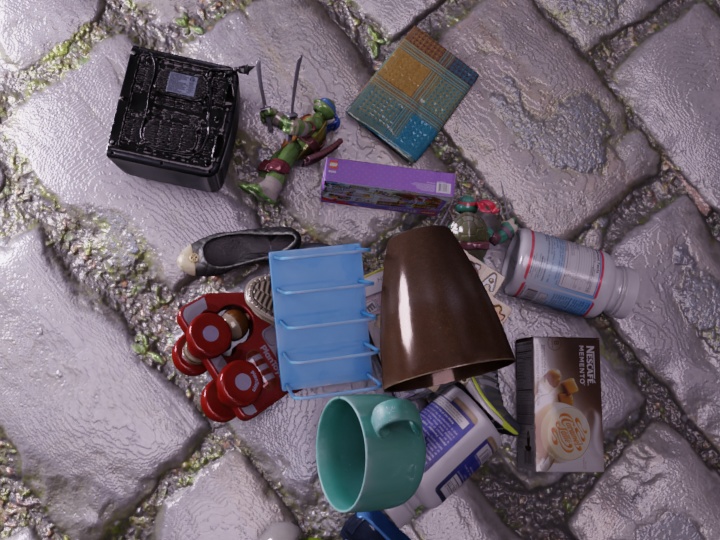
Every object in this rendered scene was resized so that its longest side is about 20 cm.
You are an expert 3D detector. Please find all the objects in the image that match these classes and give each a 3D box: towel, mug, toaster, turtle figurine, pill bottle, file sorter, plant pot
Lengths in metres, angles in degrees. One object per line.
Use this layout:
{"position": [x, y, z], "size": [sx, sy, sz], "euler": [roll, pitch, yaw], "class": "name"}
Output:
{"position": [0.088, -0.294, 1.329], "size": [0.146, 0.022, 0.201], "euler": [37, 77, 0], "class": "towel"}
{"position": [0.028, 0.245, 1.066], "size": [0.113, 0.184, 0.155], "euler": [4, 84, -28], "class": "mug"}
{"position": [-0.275, -0.232, 1.232], "size": [0.196, 0.119, 0.184], "euler": [11, 81, -3], "class": "toaster"}
{"position": [0.167, -0.043, 1.250], "size": [0.147, 0.100, 0.204], "euler": [4, 96, 20], "class": "turtle figurine"}
{"position": [-0.135, -0.215, 1.235], "size": [0.143, 0.200, 0.196], "euler": [26, 82, 34], "class": "turtle figurine"}
{"position": [0.331, 0.011, 1.258], "size": [0.197, 0.109, 0.111], "euler": [16, 80, -3], "class": "pill bottle"}
{"position": [0.103, 0.280, 1.187], "size": [0.199, 0.120, 0.120], "euler": [-40, 86, -10], "class": "pill bottle"}
{"position": [-0.046, 0.069, 1.116], "size": [0.136, 0.123, 0.204], "euler": [-6, 93, -12], "class": "file sorter"}
{"position": [0.101, 0.048, 1.100], "size": [0.184, 0.187, 0.203], "euler": [-10, 76, -7], "class": "plant pot"}

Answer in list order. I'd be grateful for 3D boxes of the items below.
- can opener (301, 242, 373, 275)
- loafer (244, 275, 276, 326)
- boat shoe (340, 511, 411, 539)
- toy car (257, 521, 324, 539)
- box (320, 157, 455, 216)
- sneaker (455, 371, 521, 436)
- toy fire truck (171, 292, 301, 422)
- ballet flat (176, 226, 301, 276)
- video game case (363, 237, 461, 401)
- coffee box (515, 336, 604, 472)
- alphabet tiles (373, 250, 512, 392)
{"position": [0.000, 0.000, 1.256], "size": [0.196, 0.053, 0.068], "euler": [10, 81, -5], "class": "can opener"}
{"position": [-0.087, 0.070, 1.216], "size": [0.197, 0.068, 0.077], "euler": [22, 61, -11], "class": "loafer"}
{"position": [0.049, 0.431, 1.178], "size": [0.068, 0.084, 0.201], "euler": [-39, 95, 12], "class": "boat shoe"}
{"position": [-0.106, 0.471, 1.120], "size": [0.200, 0.150, 0.175], "euler": [-44, 87, -10], "class": "toy car"}
{"position": [0.038, -0.129, 1.237], "size": [0.196, 0.137, 0.040], "euler": [7, 81, -5], "class": "box"}
{"position": [0.193, 0.169, 1.240], "size": [0.081, 0.074, 0.201], "euler": [-36, 88, -14], "class": "sneaker"}
{"position": [-0.179, 0.121, 1.203], "size": [0.167, 0.112, 0.201], "euler": [-30, 83, -36], "class": "toy fire truck"}
{"position": [-0.190, -0.037, 1.240], "size": [0.197, 0.057, 0.068], "euler": [-13, 81, -8], "class": "ballet flat"}
{"position": [0.100, 0.077, 1.195], "size": [0.178, 0.026, 0.203], "euler": [-22, 89, 3], "class": "video game case"}
{"position": [0.309, 0.207, 1.238], "size": [0.112, 0.080, 0.204], "euler": [3, 81, -9], "class": "coffee box"}
{"position": [0.122, 0.069, 1.179], "size": [0.165, 0.006, 0.202], "euler": [32, 93, 2], "class": "alphabet tiles"}
